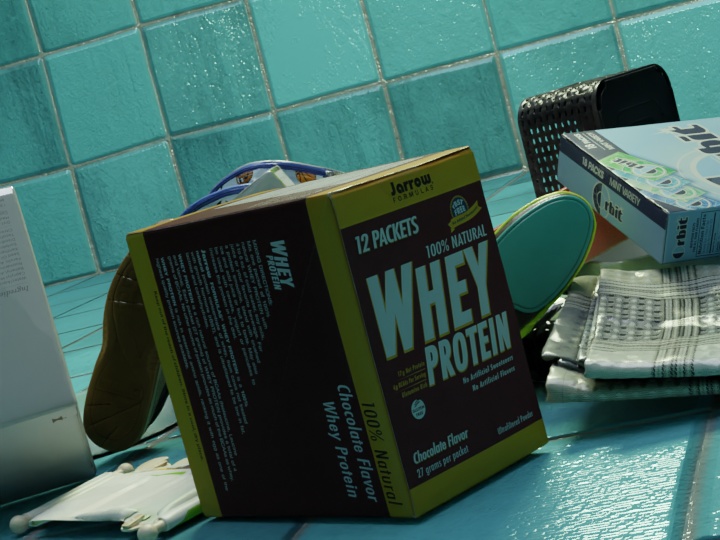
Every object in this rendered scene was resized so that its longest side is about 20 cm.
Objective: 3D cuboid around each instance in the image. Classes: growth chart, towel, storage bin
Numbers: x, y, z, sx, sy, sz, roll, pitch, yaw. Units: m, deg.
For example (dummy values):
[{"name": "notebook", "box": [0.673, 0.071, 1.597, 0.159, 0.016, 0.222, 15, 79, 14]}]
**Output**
[{"name": "growth chart", "box": [-0.157, 0.161, 1.137, 0.144, 0.018, 0.199, -20, 8, -43]}, {"name": "towel", "box": [0.224, 0.031, 1.052, 0.199, 0.035, 0.193, -5, 21, 16]}, {"name": "storage bin", "box": [0.241, -0.082, 1.496, 0.093, 0.201, 0.135, -8, 9, 43]}]

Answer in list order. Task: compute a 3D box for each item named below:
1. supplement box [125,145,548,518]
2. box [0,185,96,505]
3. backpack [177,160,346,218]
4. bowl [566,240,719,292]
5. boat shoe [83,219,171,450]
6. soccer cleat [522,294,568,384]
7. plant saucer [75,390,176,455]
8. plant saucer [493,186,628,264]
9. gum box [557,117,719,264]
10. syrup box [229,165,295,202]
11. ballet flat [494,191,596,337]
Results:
[{"name": "supplement box", "box": [-0.017, 0.043, 1.014, 0.199, 0.198, 0.132, -9, 8, 46]}, {"name": "box", "box": [-0.292, 0.064, 1.258, 0.106, 0.201, 0.152, -16, -26, -11]}, {"name": "backpack", "box": [-0.082, -0.017, 1.498, 0.190, 0.155, 0.200, 7, -34, -38]}, {"name": "bowl", "box": [0.272, -0.003, 1.315, 0.199, 0.075, 0.200, -16, 6, -8]}, {"name": "boat shoe", "box": [-0.183, 0.053, 1.347, 0.073, 0.201, 0.065, 22, 1, 4]}, {"name": "soccer cleat", "box": [0.153, 0.052, 1.162, 0.199, 0.068, 0.081, -10, 11, 22]}, {"name": "plant saucer", "box": [-0.259, 0.139, 1.466, 0.200, 0.039, 0.201, -14, 6, 1]}, {"name": "plant saucer", "box": [0.142, -0.021, 1.330, 0.199, 0.037, 0.200, -30, 8, 10]}, {"name": "gum box", "box": [0.278, -0.067, 1.216, 0.199, 0.045, 0.170, -7, 27, -19]}, {"name": "syrup box", "box": [-0.029, 0.020, 1.205, 0.081, 0.200, 0.079, -41, 4, 6]}, {"name": "ballet flat", "box": [0.097, 0.028, 1.145, 0.200, 0.067, 0.067, -55, 0, -7]}]
